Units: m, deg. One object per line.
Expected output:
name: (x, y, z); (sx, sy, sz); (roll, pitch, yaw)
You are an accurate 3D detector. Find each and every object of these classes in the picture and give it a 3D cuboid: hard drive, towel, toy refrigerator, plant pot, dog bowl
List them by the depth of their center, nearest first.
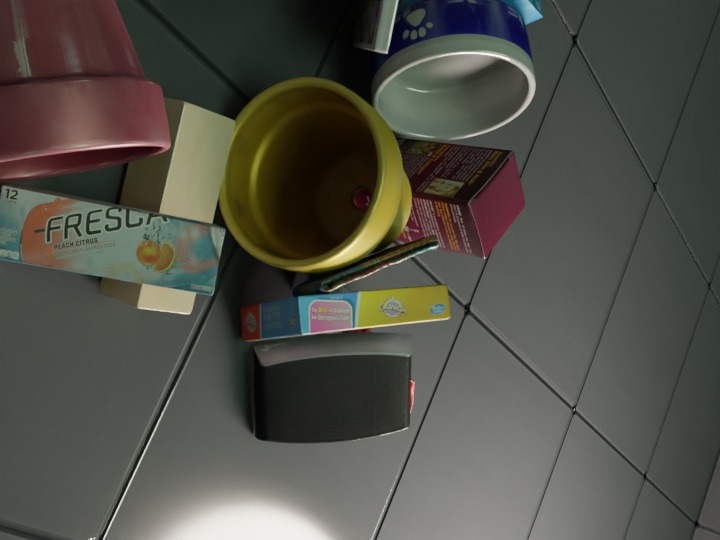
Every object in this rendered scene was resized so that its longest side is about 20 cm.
plant pot: (-0.264, -0.171, 0.734); (0.198, 0.198, 0.183); (-14, 95, -47)
toy refrigerator: (-0.196, -0.065, 0.927); (0.075, 0.069, 0.204); (10, 94, -54)
plant pot: (-0.031, -0.093, 1.035); (0.188, 0.198, 0.205); (12, 91, -66)
towel: (0.000, 0.000, 1.062); (0.145, 0.200, 0.022); (-23, 92, -13)
dog bowl: (0.109, -0.240, 1.113); (0.199, 0.198, 0.080); (23, 57, -50)
hard drive: (-0.031, 0.147, 1.121); (0.196, 0.042, 0.138); (-3, 107, -12)

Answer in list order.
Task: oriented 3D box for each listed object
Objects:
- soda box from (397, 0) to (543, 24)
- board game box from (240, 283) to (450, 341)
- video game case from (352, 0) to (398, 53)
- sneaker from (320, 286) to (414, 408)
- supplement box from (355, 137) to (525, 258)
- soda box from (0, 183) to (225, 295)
soda box: (0.118, -0.312, 1.131); (0.067, 0.198, 0.065); (23, 57, -50)
board game box: (-0.019, 0.049, 1.064); (0.197, 0.152, 0.041); (-4, 86, -33)
video game case: (0.023, -0.321, 1.035); (0.018, 0.200, 0.146); (10, 103, -10)
sneaker: (0.013, 0.110, 1.196); (0.067, 0.107, 0.204); (-37, 127, -37)
supplement box: (0.093, -0.096, 1.162); (0.110, 0.198, 0.087); (-47, 133, -31)
soda box: (-0.227, -0.028, 0.830); (0.197, 0.068, 0.065); (10, 94, -21)
